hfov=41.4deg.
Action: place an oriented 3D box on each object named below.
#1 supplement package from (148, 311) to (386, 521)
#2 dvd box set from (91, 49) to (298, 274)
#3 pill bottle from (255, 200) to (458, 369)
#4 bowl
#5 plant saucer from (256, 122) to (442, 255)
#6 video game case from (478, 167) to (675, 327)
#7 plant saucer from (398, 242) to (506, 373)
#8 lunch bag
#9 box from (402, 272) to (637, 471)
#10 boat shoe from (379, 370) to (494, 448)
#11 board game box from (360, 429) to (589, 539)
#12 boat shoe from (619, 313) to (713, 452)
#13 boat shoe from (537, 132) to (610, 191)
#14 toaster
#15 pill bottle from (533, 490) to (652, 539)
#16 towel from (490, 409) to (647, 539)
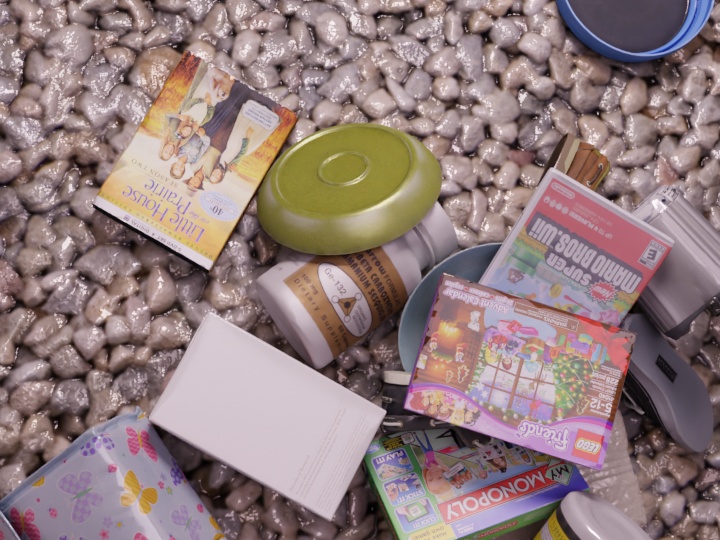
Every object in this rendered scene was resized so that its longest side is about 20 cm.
[{"bbox_3d":[-0.095,0.146,0.954,0.199,0.121,0.121,29,77,-4],"label":"supplement package"},{"bbox_3d":[-0.176,-0.118,1.031,0.145,0.029,0.201,30,77,-3],"label":"dvd box set"},{"bbox_3d":[0.000,0.000,0.996,0.199,0.114,0.115,-37,88,-13],"label":"pill bottle"},{"bbox_3d":[0.325,-0.346,1.143,0.198,0.039,0.203,2,80,-9],"label":"bowl"},{"bbox_3d":[-0.015,-0.096,0.989,0.198,0.031,0.201,-8,44,7],"label":"plant saucer"},{"bbox_3d":[0.198,0.018,0.956,0.142,0.017,0.201,30,108,-2],"label":"video game case"},{"bbox_3d":[0.134,0.057,1.017,0.199,0.039,0.203,-4,116,-9],"label":"plant saucer"},{"bbox_3d":[-0.257,0.259,0.901,0.199,0.127,0.170,-35,86,16],"label":"lunch bag"},{"bbox_3d":[0.154,0.098,0.927,0.198,0.039,0.138,17,82,2],"label":"box"},{"bbox_3d":[0.117,0.150,0.976,0.198,0.072,0.068,9,83,1],"label":"boat shoe"},{"bbox_3d":[0.113,0.208,0.971,0.198,0.029,0.135,-16,46,-14],"label":"board game box"},{"bbox_3d":[0.317,0.125,1.050,0.199,0.068,0.074,44,64,-25],"label":"boat shoe"},{"bbox_3d":[0.221,-0.057,1.062,0.068,0.072,0.201,28,78,-2],"label":"boat shoe"},{"bbox_3d":[0.330,-0.012,1.017,0.114,0.200,0.129,-44,83,21],"label":"toaster"},{"bbox_3d":[0.191,0.323,0.919,0.111,0.111,0.201,32,104,-2],"label":"pill bottle"},{"bbox_3d":[0.206,0.237,1.032,0.198,0.034,0.134,-12,84,-11],"label":"towel"}]
